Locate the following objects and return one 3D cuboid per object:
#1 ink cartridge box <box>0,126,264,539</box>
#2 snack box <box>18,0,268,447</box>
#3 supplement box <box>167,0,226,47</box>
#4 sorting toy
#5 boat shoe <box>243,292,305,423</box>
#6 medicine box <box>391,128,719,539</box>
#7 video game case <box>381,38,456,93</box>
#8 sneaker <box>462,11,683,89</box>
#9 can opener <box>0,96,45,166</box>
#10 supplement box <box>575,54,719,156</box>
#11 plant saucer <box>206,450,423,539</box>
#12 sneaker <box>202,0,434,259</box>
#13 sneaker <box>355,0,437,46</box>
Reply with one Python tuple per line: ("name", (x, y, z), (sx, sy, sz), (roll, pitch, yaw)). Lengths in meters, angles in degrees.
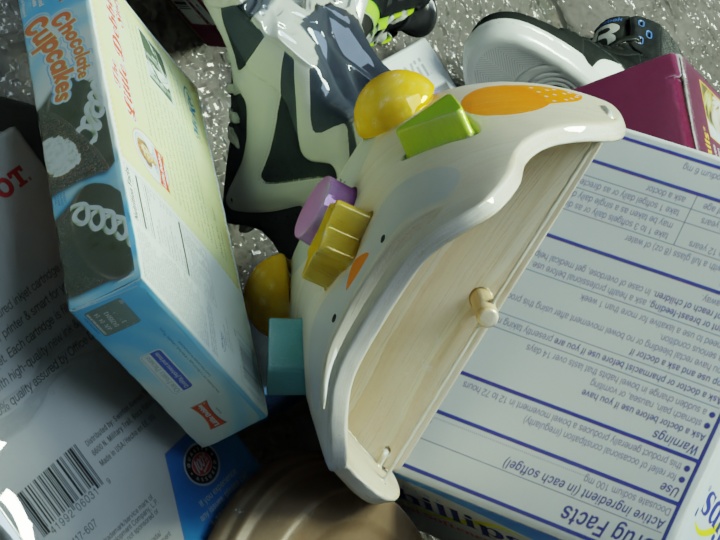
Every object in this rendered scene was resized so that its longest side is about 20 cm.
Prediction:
("ink cartridge box", (-0.153, 0.061, 1.128), (0.201, 0.084, 0.146), (54, 40, -5))
("snack box", (-0.096, -0.036, 1.143), (0.116, 0.037, 0.201), (52, 18, -48))
("supplement box", (-0.039, -0.224, 1.327), (0.200, 0.103, 0.131), (-45, 104, -7))
("sorting toy", (0.019, 0.005, 1.095), (0.106, 0.201, 0.180), (31, 11, -5))
("boat shoe", (0.000, 0.000, 1.312), (0.200, 0.084, 0.069), (-29, 74, -43))
("medicine box", (0.113, 0.042, 1.243), (0.201, 0.181, 0.103), (-63, 151, -13))
("video game case", (0.047, -0.018, 1.429), (0.143, 0.018, 0.201), (-33, 91, -49))
("sneaker", (0.129, -0.116, 1.539), (0.200, 0.073, 0.112), (35, 41, -36))
("can opener", (-0.150, -0.044, 1.221), (0.199, 0.053, 0.067), (19, 54, -36))
("supplement box", (0.176, -0.009, 1.433), (0.200, 0.103, 0.132), (35, 42, -54))
("plant saucer", (-0.014, 0.181, 1.174), (0.200, 0.029, 0.202), (5, 84, -57))
("sneaker", (-0.044, -0.080, 1.255), (0.199, 0.130, 0.079), (48, 43, 7))
("sneaker", (0.012, -0.152, 1.437), (0.083, 0.072, 0.201), (40, 44, -22))
